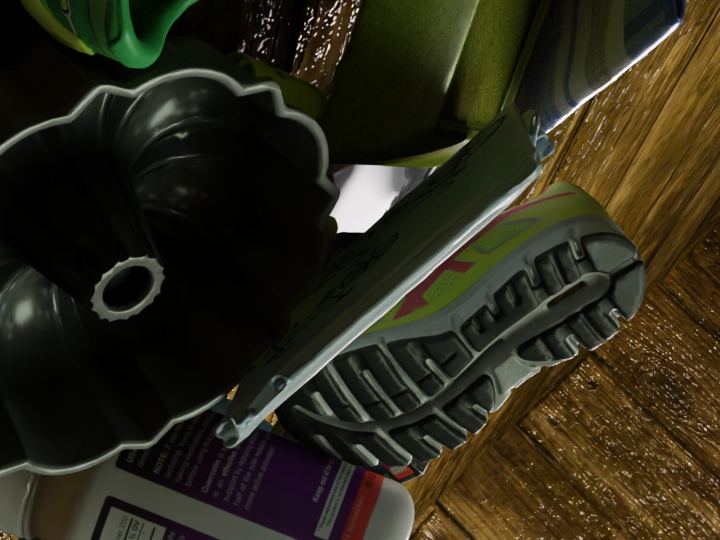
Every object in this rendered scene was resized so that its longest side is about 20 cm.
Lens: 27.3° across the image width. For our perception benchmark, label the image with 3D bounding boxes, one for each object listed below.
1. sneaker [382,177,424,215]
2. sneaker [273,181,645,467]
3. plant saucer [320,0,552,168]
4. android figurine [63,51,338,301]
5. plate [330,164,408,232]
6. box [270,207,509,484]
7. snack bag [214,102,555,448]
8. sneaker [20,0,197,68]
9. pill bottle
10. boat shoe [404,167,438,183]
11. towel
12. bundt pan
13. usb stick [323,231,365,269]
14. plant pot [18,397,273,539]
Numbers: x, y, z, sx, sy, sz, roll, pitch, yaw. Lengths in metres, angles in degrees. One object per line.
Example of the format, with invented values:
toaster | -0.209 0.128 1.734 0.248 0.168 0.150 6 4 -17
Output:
sneaker | 0.033 0.012 1.032 0.077 0.080 0.200 -63 -177 -36
sneaker | 0.045 0.024 0.731 0.199 0.078 0.091 -28 -149 16
plant saucer | 0.060 -0.142 0.781 0.200 0.048 0.201 -9 119 -70
android figurine | -0.085 -0.022 0.728 0.182 0.041 0.200 -53 147 12
plate | -0.008 -0.042 1.030 0.199 0.032 0.200 -35 162 -36
box | 0.015 0.056 0.872 0.136 0.038 0.200 -31 -159 44
snack bag | 0.016 -0.005 0.699 0.188 0.021 0.200 -41 -173 9
sneaker | -0.035 -0.150 0.533 0.200 0.084 0.074 -48 153 1
pill bottle | -0.079 0.129 0.753 0.112 0.199 0.113 21 90 -87
boat shoe | 0.073 -0.056 1.048 0.069 0.057 0.200 -44 165 -11
towel | 0.118 -0.155 0.845 0.200 0.024 0.148 -37 -138 56
bundt pan | -0.111 -0.015 0.605 0.201 0.076 0.203 -26 142 -22
usb stick | 0.000 0.000 0.895 0.055 0.033 0.200 -47 -171 -6
plant pot | -0.140 0.149 0.948 0.200 0.134 0.201 -41 163 -15
